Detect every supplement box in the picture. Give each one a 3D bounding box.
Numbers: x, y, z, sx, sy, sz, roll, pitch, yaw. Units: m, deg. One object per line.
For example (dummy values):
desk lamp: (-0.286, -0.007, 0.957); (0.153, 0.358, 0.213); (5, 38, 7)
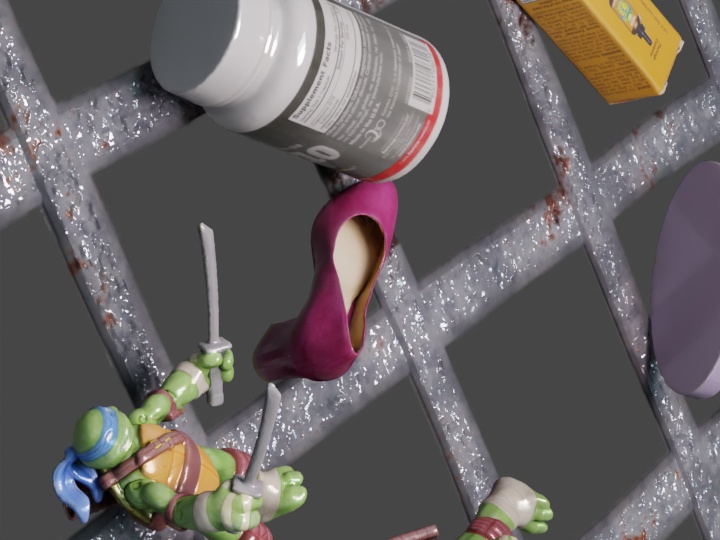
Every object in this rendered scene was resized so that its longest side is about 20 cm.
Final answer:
supplement box: (0.180, -0.224, 1.970); (0.200, 0.069, 0.067); (44, 54, -28)

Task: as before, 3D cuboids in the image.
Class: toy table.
toy table: (0.323, 0.017, 2.003); (0.117, 0.184, 0.200); (14, 80, -25)

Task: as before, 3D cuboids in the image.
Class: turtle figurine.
turtle figurine: (0.087, 0.246, 1.709); (0.194, 0.200, 0.144); (-41, 126, -51)
turtle figurine: (-0.079, 0.118, 1.552); (0.200, 0.144, 0.194); (-51, 136, -6)

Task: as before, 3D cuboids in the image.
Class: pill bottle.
pill bottle: (-0.043, -0.140, 1.690); (0.200, 0.114, 0.114); (19, 68, -41)

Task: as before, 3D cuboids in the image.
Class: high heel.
high heel: (0.000, 0.000, 1.716); (0.067, 0.096, 0.200); (55, 49, -22)
